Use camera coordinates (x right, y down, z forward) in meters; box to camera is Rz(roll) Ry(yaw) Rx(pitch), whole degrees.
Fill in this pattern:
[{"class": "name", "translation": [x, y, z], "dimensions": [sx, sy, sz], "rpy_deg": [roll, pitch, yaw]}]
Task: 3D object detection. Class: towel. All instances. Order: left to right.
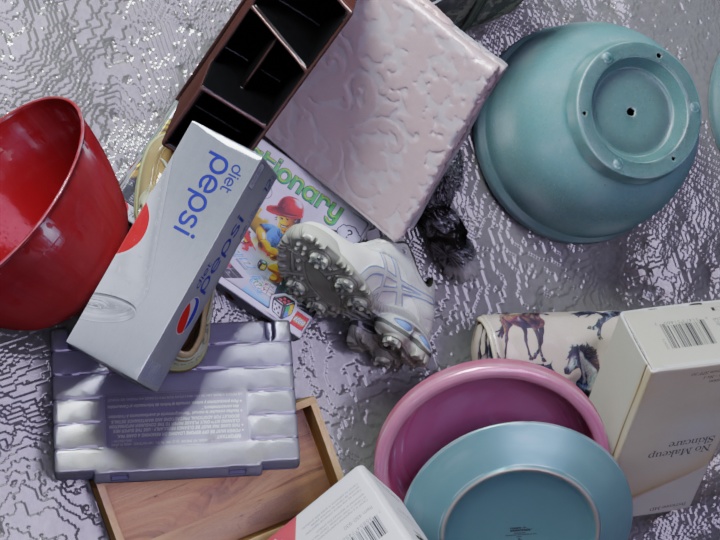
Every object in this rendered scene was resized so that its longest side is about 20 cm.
[{"class": "towel", "translation": [0.006, -0.152, 1.556], "dimensions": [0.191, 0.200, 0.032], "rpy_deg": [40, 38, 12]}]

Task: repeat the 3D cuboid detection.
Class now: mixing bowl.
[{"class": "mixing bowl", "translation": [-0.258, -0.027, 1.493], "dimensions": [0.108, 0.200, 0.200], "rpy_deg": [44, 73, -33]}]

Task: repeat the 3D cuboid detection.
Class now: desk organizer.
[{"class": "desk organizer", "translation": [-0.078, -0.170, 1.508], "dimensions": [0.072, 0.200, 0.077], "rpy_deg": [31, 34, -12]}]

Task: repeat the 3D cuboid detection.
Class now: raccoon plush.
[{"class": "raccoon plush", "translation": [0.072, -0.106, 1.665], "dimensions": [0.134, 0.097, 0.200], "rpy_deg": [-45, 127, -29]}]

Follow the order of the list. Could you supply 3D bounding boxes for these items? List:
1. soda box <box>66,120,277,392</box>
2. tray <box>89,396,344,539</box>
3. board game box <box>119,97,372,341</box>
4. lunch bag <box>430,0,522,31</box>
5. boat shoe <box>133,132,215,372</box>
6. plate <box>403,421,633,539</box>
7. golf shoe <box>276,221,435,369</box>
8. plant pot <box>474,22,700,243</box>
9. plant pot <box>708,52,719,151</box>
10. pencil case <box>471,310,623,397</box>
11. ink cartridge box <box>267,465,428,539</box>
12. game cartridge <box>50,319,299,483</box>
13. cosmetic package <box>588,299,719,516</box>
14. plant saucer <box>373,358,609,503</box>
[{"class": "soda box", "translation": [-0.145, -0.010, 1.467], "dimensions": [0.068, 0.063, 0.200], "rpy_deg": [28, 84, 13]}, {"class": "tray", "translation": [-0.116, 0.187, 1.583], "dimensions": [0.200, 0.037, 0.099], "rpy_deg": [-20, 91, -19]}, {"class": "board game box", "translation": [-0.102, -0.047, 1.610], "dimensions": [0.200, 0.035, 0.126], "rpy_deg": [35, 75, -12]}, {"class": "lunch bag", "translation": [0.044, -0.294, 1.610], "dimensions": [0.168, 0.139, 0.200], "rpy_deg": [-22, 80, -20]}, {"class": "boat shoe", "translation": [-0.144, -0.020, 1.538], "dimensions": [0.073, 0.063, 0.200], "rpy_deg": [-2, 78, -15]}, {"class": "plate", "translation": [0.134, 0.218, 1.602], "dimensions": [0.200, 0.026, 0.200], "rpy_deg": [-2, 118, -3]}, {"class": "golf shoe", "translation": [0.000, 0.000, 1.594], "dimensions": [0.200, 0.078, 0.097], "rpy_deg": [48, 52, -46]}, {"class": "plant pot", "translation": [0.217, -0.130, 1.663], "dimensions": [0.200, 0.134, 0.201], "rpy_deg": [2, 84, -18]}, {"class": "plant pot", "translation": [0.442, -0.162, 1.743], "dimensions": [0.200, 0.134, 0.201], "rpy_deg": [2, 83, -18]}, {"class": "pencil case", "translation": [0.194, 0.080, 1.670], "dimensions": [0.200, 0.078, 0.090], "rpy_deg": [-2, 101, -18]}, {"class": "ink cartridge box", "translation": [0.007, 0.281, 1.509], "dimensions": [0.147, 0.200, 0.083], "rpy_deg": [-39, 139, 4]}, {"class": "game cartridge", "translation": [-0.153, 0.108, 1.551], "dimensions": [0.200, 0.038, 0.130], "rpy_deg": [-2, 73, -8]}, {"class": "cosmetic package", "translation": [0.254, 0.122, 1.622], "dimensions": [0.103, 0.200, 0.073], "rpy_deg": [-7, 46, -18]}, {"class": "plant saucer", "translation": [0.110, 0.156, 1.610], "dimensions": [0.200, 0.051, 0.201], "rpy_deg": [-1, 118, -2]}]
